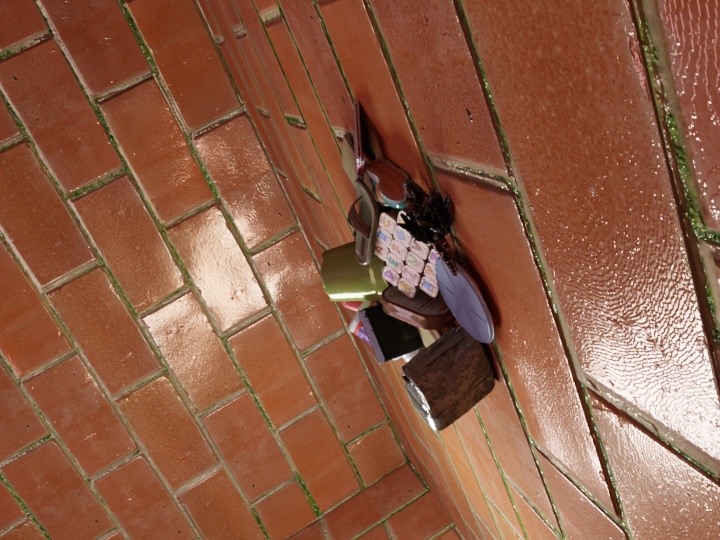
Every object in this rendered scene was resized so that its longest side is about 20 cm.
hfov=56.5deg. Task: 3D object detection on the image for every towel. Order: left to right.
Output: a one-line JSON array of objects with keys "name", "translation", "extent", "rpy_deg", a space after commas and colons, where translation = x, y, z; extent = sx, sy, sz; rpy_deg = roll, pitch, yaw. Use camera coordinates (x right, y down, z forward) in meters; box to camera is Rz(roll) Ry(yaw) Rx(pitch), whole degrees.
[{"name": "towel", "translation": [-0.002, -0.271, 1.543], "extent": [0.201, 0.022, 0.148], "rpy_deg": [89, 177, -69]}]

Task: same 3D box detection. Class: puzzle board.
[{"name": "puzzle board", "translation": [-0.005, -0.257, 1.768], "extent": [0.153, 0.017, 0.200], "rpy_deg": [60, 171, 10]}]

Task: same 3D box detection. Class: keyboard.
[{"name": "keyboard", "translation": [0.028, -0.126, 1.626], "extent": [0.020, 0.128, 0.200], "rpy_deg": [37, 176, -11]}]

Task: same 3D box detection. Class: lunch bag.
[{"name": "lunch bag", "translation": [0.193, 0.225, 1.492], "extent": [0.140, 0.198, 0.169], "rpy_deg": [48, 168, 43]}]

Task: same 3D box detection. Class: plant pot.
[{"name": "plant pot", "translation": [0.000, 0.000, 1.715], "extent": [0.200, 0.179, 0.206], "rpy_deg": [-9, -90, -74]}]

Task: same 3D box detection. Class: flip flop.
[{"name": "flip flop", "translation": [-0.002, -0.106, 1.522], "extent": [0.081, 0.056, 0.205], "rpy_deg": [43, 138, 51]}]

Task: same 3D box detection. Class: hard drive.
[{"name": "hard drive", "translation": [0.090, 0.150, 1.734], "extent": [0.033, 0.198, 0.142], "rpy_deg": [-31, 76, 39]}]

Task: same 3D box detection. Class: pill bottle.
[{"name": "pill bottle", "translation": [0.073, 0.168, 1.843], "extent": [0.198, 0.114, 0.113], "rpy_deg": [33, 167, 4]}]

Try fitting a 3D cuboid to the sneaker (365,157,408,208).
[{"name": "sneaker", "translation": [0.070, -0.172, 1.442], "extent": [0.201, 0.070, 0.081], "rpy_deg": [-117, 3, -57]}]

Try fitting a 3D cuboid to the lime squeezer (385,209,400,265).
[{"name": "lime squeezer", "translation": [0.084, -0.054, 1.560], "extent": [0.037, 0.071, 0.205], "rpy_deg": [15, 123, 20]}]

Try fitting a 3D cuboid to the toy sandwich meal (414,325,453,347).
[{"name": "toy sandwich meal", "translation": [0.196, 0.155, 1.684], "extent": [0.207, 0.069, 0.206], "rpy_deg": [57, 172, 12]}]

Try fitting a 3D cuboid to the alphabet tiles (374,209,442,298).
[{"name": "alphabet tiles", "translation": [0.105, -0.034, 1.480], "extent": [0.194, 0.014, 0.203], "rpy_deg": [38, 138, 24]}]

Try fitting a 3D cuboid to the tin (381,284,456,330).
[{"name": "tin", "translation": [0.133, 0.077, 1.539], "extent": [0.197, 0.111, 0.043], "rpy_deg": [20, 134, 41]}]

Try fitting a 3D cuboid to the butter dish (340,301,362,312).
[{"name": "butter dish", "translation": [-0.021, 0.030, 1.987], "extent": [0.200, 0.144, 0.205], "rpy_deg": [-85, 2, -77]}]

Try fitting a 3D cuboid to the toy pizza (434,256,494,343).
[{"name": "toy pizza", "translation": [0.216, 0.055, 1.363], "extent": [0.202, 0.031, 0.201], "rpy_deg": [56, 167, 19]}]

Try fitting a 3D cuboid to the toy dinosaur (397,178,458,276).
[{"name": "toy dinosaur", "translation": [0.140, -0.090, 1.289], "extent": [0.199, 0.103, 0.136], "rpy_deg": [42, -178, 12]}]

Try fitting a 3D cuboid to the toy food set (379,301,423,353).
[{"name": "toy food set", "translation": [0.124, 0.184, 1.987], "extent": [0.202, 0.060, 0.143], "rpy_deg": [58, -163, 24]}]
